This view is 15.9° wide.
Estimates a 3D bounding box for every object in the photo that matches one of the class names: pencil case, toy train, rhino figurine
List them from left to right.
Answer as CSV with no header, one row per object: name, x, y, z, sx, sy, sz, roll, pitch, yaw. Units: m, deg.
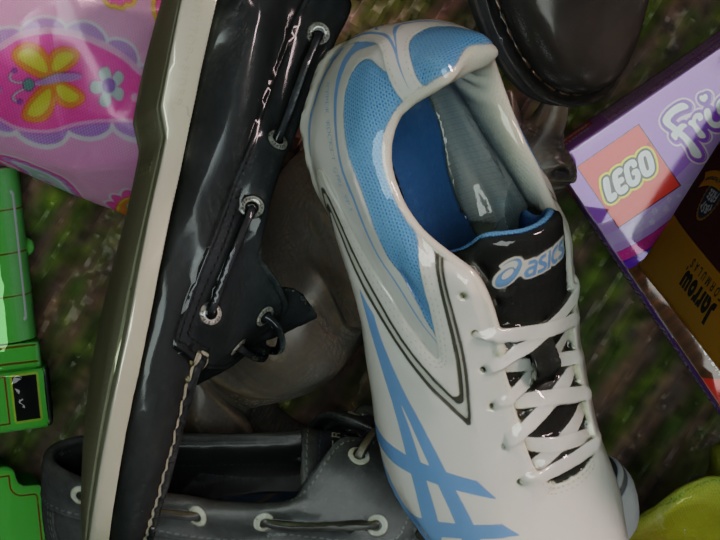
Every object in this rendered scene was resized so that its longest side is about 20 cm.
toy train,-0.138,0.032,0.909,0.056,0.042,0.200,-7,98,-14
pencil case,-0.122,-0.084,0.857,0.200,0.087,0.087,22,99,-15
rhino figurine,0.000,0.000,0.885,0.087,0.060,0.200,41,107,-7

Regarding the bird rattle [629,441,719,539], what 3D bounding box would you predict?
bird rattle,0.102,0.168,0.877,0.113,0.163,0.200,-16,94,8

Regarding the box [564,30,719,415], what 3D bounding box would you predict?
box,0.185,-0.040,0.900,0.200,0.039,0.137,-35,98,5

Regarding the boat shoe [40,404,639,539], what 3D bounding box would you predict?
boat shoe,-0.009,0.076,0.847,0.200,0.069,0.057,-7,116,4

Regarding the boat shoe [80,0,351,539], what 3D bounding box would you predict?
boat shoe,-0.044,-0.002,0.807,0.066,0.075,0.199,11,87,-13

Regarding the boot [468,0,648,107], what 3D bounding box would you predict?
boot,0.110,-0.127,0.706,0.069,0.174,0.200,-6,110,-37

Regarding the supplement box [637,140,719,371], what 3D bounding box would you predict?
supplement box,0.233,-0.021,0.809,0.197,0.133,0.200,28,102,-15

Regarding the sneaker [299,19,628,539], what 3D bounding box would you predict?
sneaker,0.040,0.021,0.778,0.072,0.072,0.200,-27,104,-29
